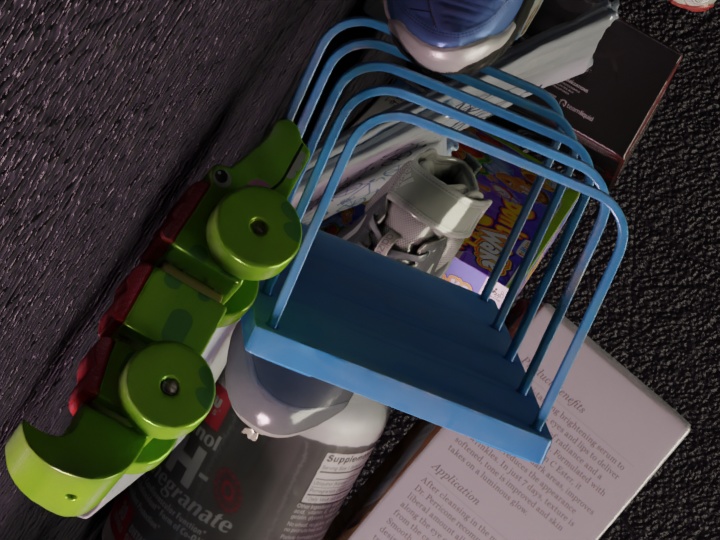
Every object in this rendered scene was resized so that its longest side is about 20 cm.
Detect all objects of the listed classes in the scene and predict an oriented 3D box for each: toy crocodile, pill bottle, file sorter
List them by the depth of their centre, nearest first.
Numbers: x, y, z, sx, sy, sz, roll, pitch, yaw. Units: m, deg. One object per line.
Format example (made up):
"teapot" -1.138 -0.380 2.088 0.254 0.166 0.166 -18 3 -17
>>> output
"toy crocodile" -0.078 0.017 1.229 0.200 0.062 0.068 -61 -172 -27
"file sorter" 0.029 -0.023 1.342 0.200 0.139 0.123 -105 -142 -72
"pill bottle" -0.052 0.089 1.618 0.200 0.111 0.111 -62 175 21

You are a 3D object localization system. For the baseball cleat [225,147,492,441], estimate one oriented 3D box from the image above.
"baseball cleat" 0.000 0.000 1.491 0.106 0.070 0.200 -57 178 42

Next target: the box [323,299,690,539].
"box" 0.072 0.124 1.663 0.200 0.106 0.152 -50 -179 -2

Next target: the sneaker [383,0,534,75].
"sneaker" 0.057 -0.182 1.350 0.077 0.076 0.200 83 22 -68

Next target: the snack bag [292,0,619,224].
"snack bag" 0.042 -0.075 1.539 0.200 0.021 0.189 -27 175 -2

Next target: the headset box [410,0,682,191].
"headset box" 0.110 -0.124 1.814 0.077 0.149 0.200 -60 177 -2

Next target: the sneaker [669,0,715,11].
"sneaker" 0.167 -0.233 1.552 0.078 0.082 0.200 -52 134 -74

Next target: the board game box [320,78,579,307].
"board game box" 0.044 -0.035 1.744 0.045 0.134 0.200 -61 176 24

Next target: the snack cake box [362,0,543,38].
"snack cake box" 0.072 -0.177 1.565 0.115 0.067 0.200 -62 175 14

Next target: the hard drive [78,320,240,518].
"hard drive" -0.089 0.043 1.456 0.132 0.026 0.200 -61 176 9
